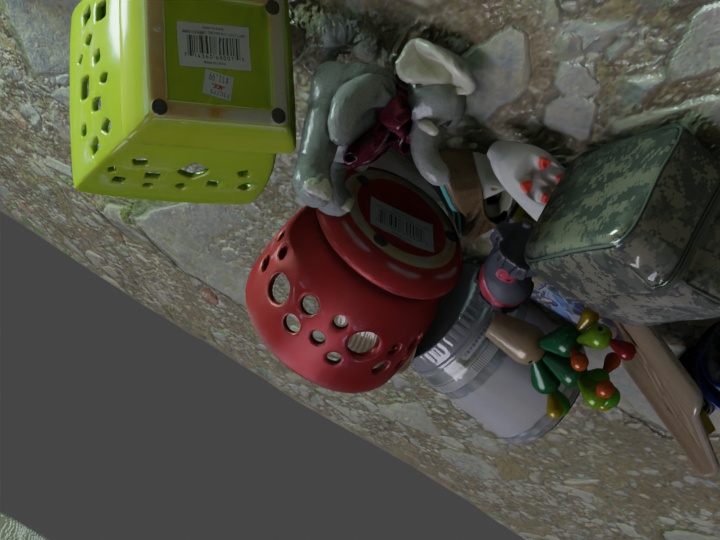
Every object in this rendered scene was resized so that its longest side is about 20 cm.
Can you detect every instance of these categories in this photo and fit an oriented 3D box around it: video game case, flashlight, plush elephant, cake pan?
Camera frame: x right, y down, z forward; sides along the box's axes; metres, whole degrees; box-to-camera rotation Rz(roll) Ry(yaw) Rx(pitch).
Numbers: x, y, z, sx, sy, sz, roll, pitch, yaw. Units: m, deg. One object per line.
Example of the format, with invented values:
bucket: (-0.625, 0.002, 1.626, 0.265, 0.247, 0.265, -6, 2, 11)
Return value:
video game case: (0.237, 0.009, 1.463, 0.180, 0.026, 0.200, 30, 163, 8)
flashlight: (0.164, -0.001, 1.372, 0.067, 0.069, 0.200, -7, 170, -4)
plush elephant: (0.032, -0.142, 1.215, 0.153, 0.202, 0.165, 6, 172, 7)
cake pan: (0.026, -0.117, 1.464, 0.199, 0.037, 0.201, 30, 163, 10)

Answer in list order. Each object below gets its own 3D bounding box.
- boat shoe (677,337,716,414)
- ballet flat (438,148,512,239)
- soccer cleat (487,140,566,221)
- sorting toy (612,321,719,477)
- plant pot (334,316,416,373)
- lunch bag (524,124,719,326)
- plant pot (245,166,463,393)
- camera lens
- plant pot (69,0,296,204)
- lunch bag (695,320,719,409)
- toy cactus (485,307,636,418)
boat shoe: (0.385, 0.142, 1.504, 0.072, 0.063, 0.200, 28, 162, 16)
ballet flat: (0.123, -0.084, 1.337, 0.072, 0.068, 0.200, -14, 159, 8)
soccer cleat: (0.201, -0.064, 1.275, 0.200, 0.069, 0.078, 41, -178, -34)
sorting toy: (0.325, 0.111, 1.378, 0.186, 0.036, 0.200, 59, 180, 35)
plant pot: (0.005, 0.027, 1.596, 0.092, 0.203, 0.201, 0, 169, -14)
lunch bag: (0.264, -0.021, 1.135, 0.167, 0.140, 0.200, 37, 163, -15)
plant pot: (0.000, 0.000, 1.389, 0.200, 0.201, 0.183, 33, 124, -5)
camera lens: (0.172, 0.107, 1.616, 0.199, 0.161, 0.160, 37, 162, -17)
plant pot: (-0.169, -0.186, 1.263, 0.198, 0.201, 0.181, 2, 167, -25)
lunch bag: (0.435, 0.120, 1.272, 0.169, 0.124, 0.200, 34, 177, -8)
toy cactus: (0.220, 0.092, 1.423, 0.164, 0.103, 0.200, 30, 161, 9)
